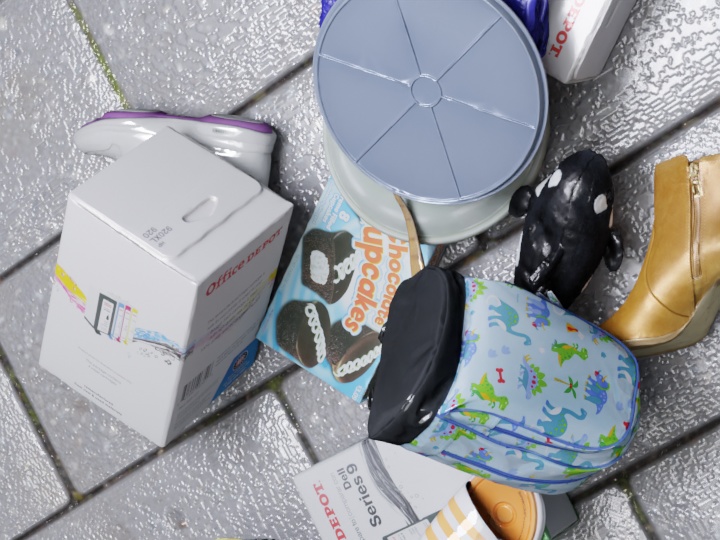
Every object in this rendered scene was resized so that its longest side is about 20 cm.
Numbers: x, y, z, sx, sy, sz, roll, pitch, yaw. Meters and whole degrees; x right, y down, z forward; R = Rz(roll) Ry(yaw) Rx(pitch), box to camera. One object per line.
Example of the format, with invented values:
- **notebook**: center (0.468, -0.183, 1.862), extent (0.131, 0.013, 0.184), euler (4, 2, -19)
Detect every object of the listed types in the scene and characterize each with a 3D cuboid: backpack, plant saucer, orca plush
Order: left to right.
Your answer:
- **plant saucer**: center (0.057, -0.124, 1.721), extent (0.198, 0.050, 0.202), euler (-1, 85, 17)
- **backpack**: center (0.124, 0.095, 1.630), extent (0.199, 0.164, 0.153), euler (36, 137, -24)
- **orca plush**: center (0.141, -0.007, 1.677), extent (0.105, 0.071, 0.200), euler (45, 130, 6)

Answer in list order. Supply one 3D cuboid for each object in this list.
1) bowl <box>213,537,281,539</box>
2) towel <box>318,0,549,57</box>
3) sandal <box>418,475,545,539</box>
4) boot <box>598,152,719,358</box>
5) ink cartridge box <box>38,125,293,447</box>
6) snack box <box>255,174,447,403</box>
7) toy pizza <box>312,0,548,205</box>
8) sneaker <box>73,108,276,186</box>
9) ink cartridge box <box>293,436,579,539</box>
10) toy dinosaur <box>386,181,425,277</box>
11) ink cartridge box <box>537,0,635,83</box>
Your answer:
- **bowl**: center (-0.060, 0.314, 1.823), extent (0.199, 0.094, 0.203), euler (17, 117, 37)
- **towel**: center (0.059, -0.251, 1.636), extent (0.198, 0.049, 0.149), euler (9, 102, 25)
- **sandal**: center (0.075, 0.248, 1.689), extent (0.079, 0.059, 0.207), euler (41, 112, 12)
- **boot**: center (0.251, -0.014, 1.670), extent (0.200, 0.070, 0.146), euler (-21, 73, 37)
- **ink cartridge box**: center (-0.169, 0.012, 1.777), extent (0.144, 0.147, 0.201), euler (32, 132, 16)
- **snack box**: center (0.000, 0.000, 1.796), extent (0.116, 0.037, 0.201), euler (31, 108, 17)
- **toy pizza**: center (0.057, -0.148, 1.636), extent (0.198, 0.032, 0.202), euler (11, 120, 19)
- **sneaker**: center (-0.172, -0.093, 1.843), extent (0.198, 0.075, 0.101), euler (7, 99, 24)
- **ink cartridge box**: center (0.063, 0.196, 1.766), extent (0.199, 0.084, 0.147), euler (-28, 85, 25)
- **toy dinosaur**: center (0.054, 0.034, 1.723), extent (0.060, 0.106, 0.202), euler (-7, 78, -12)
- **ink cartridge box**: center (0.132, -0.262, 1.674), extent (0.199, 0.084, 0.146), euler (32, 109, 18)
